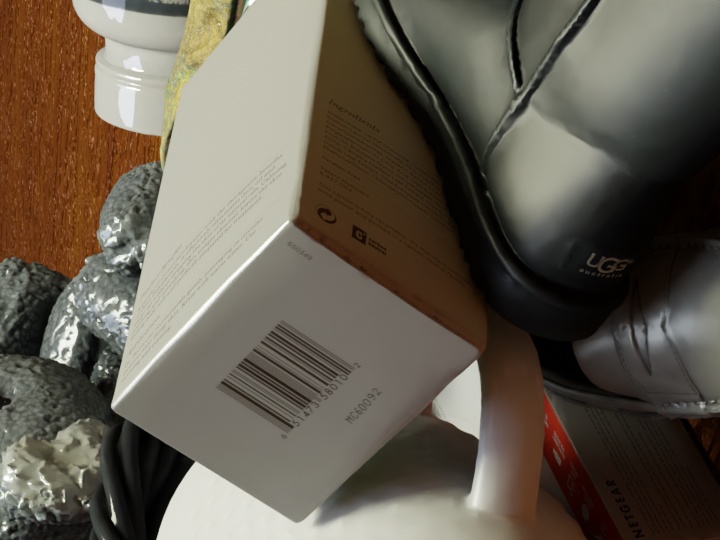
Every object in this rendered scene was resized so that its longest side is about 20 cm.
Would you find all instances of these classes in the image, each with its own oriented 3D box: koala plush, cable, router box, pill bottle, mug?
[{"bbox_3d":[-0.135,0.083,1.061,0.177,0.200,0.184,-32,98,37],"label":"koala plush"},{"bbox_3d":[-0.057,0.128,0.944,0.200,0.051,0.164,-23,-86,-67],"label":"cable"},{"bbox_3d":[0.079,0.101,0.908,0.200,0.049,0.180,-116,25,-44],"label":"router box"},{"bbox_3d":[-0.096,-0.180,1.186,0.120,0.119,0.201,-133,45,-61],"label":"pill bottle"},{"bbox_3d":[0.022,0.106,0.791,0.175,0.147,0.201,-159,78,-67],"label":"mug"}]

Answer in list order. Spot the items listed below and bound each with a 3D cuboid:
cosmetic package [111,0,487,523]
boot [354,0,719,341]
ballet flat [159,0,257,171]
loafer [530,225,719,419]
[{"bbox_3d":[-0.016,-0.025,0.783,0.108,0.085,0.200,-45,22,32],"label":"cosmetic package"},{"bbox_3d":[0.079,-0.101,0.712,0.168,0.076,0.201,-54,39,37],"label":"boot"},{"bbox_3d":[-0.049,-0.102,0.937,0.200,0.070,0.071,117,141,-59],"label":"ballet flat"},{"bbox_3d":[0.107,0.022,0.747,0.200,0.069,0.070,158,103,-72],"label":"loafer"}]
